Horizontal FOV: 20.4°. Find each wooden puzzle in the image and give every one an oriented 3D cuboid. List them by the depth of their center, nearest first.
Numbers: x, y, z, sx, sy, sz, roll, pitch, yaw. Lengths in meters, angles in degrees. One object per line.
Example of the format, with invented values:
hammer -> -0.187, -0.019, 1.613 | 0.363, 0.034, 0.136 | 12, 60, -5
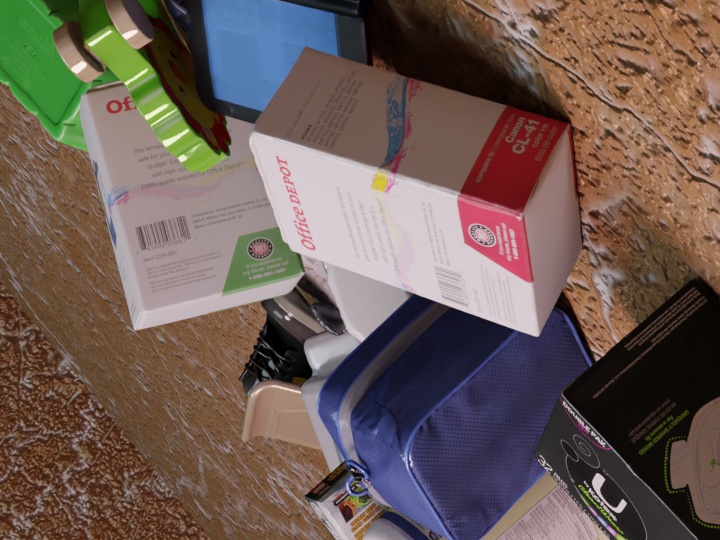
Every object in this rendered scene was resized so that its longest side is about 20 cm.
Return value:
wooden puzzle -> -0.012, 0.147, 1.943 | 0.199, 0.037, 0.185 | 10, 161, -3

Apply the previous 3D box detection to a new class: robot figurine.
robot figurine -> 0.020, 0.139, 1.745 | 0.113, 0.169, 0.201 | -19, 94, 30

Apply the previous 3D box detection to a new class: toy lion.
toy lion -> -0.170, -0.177, 1.585 | 0.192, 0.068, 0.201 | 45, -161, -48

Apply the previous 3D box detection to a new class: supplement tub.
supplement tub -> 0.117, 0.203, 1.595 | 0.145, 0.200, 0.145 | 45, 163, 18

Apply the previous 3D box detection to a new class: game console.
game console -> -0.093, -0.172, 1.425 | 0.199, 0.119, 0.172 | 18, -177, 42

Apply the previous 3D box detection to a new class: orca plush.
orca plush -> 0.000, 0.000, 1.714 | 0.200, 0.105, 0.071 | 41, -167, 22

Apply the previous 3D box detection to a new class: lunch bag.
lunch bag -> 0.065, 0.101, 1.513 | 0.132, 0.200, 0.136 | 27, 152, 49

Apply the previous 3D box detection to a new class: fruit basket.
fruit basket -> -0.256, -0.201, 1.912 | 0.215, 0.156, 0.216 | 29, -155, -15

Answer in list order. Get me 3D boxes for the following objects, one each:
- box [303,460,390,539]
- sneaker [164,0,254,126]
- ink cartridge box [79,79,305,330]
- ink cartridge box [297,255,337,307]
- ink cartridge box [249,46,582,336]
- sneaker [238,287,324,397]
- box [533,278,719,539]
box -> 0.067, 0.179, 1.678 | 0.137, 0.200, 0.040 | 57, 161, -18
sneaker -> -0.086, -0.168, 1.583 | 0.200, 0.074, 0.082 | 55, 167, 13
ink cartridge box -> -0.146, -0.066, 1.708 | 0.088, 0.145, 0.201 | 132, 123, -74
ink cartridge box -> -0.067, -0.044, 1.875 | 0.199, 0.047, 0.160 | 33, 161, 4
ink cartridge box -> 0.041, -0.053, 1.345 | 0.199, 0.086, 0.148 | 21, 153, 22
sneaker -> -0.076, 0.082, 1.948 | 0.075, 0.106, 0.200 | 48, 178, 21
box -> 0.228, 0.136, 1.291 | 0.200, 0.124, 0.149 | 48, 164, 15
